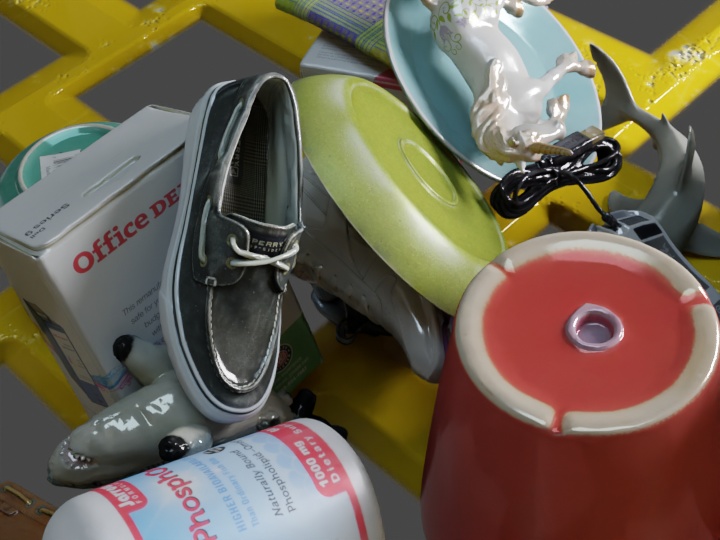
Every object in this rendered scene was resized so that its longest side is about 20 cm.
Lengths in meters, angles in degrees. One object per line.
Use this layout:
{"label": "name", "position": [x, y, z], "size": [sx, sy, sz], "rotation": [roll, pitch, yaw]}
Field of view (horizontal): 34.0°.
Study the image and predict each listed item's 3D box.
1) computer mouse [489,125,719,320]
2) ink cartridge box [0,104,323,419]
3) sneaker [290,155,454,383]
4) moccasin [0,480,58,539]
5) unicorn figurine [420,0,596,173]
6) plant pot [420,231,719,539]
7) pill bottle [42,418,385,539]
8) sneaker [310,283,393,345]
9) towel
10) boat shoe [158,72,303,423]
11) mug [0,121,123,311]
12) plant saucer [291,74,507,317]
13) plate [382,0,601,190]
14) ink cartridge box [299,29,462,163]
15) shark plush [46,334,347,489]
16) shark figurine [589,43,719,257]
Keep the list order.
{"label": "computer mouse", "position": [0.183, -0.001, 0.811], "size": [0.109, 0.044, 0.201], "rotation": [-31, 82, -29]}
{"label": "ink cartridge box", "position": [-0.128, 0.017, 0.759], "size": [0.087, 0.201, 0.145], "rotation": [19, 51, 44]}
{"label": "sneaker", "position": [0.000, 0.000, 0.783], "size": [0.099, 0.075, 0.201], "rotation": [-27, 56, 1]}
{"label": "moccasin", "position": [-0.149, 0.176, 0.715], "size": [0.199, 0.074, 0.078], "rotation": [10, 56, 27]}
{"label": "unicorn figurine", "position": [0.105, -0.139, 0.822], "size": [0.137, 0.074, 0.200], "rotation": [-22, 62, -39]}
{"label": "plant pot", "position": [0.127, 0.089, 0.681], "size": [0.198, 0.179, 0.202], "rotation": [-3, 46, 4]}
{"label": "pill bottle", "position": [-0.092, 0.155, 0.604], "size": [0.198, 0.110, 0.109], "rotation": [-15, 43, -34]}
{"label": "sneaker", "position": [0.011, -0.028, 0.875], "size": [0.112, 0.076, 0.202], "rotation": [-9, 49, -4]}
{"label": "towel", "position": [0.039, -0.219, 0.973], "size": [0.199, 0.023, 0.143], "rotation": [33, 60, 32]}
{"label": "boat shoe", "position": [-0.069, -0.017, 0.663], "size": [0.071, 0.071, 0.203], "rotation": [5, 77, -33]}
{"label": "mug", "position": [-0.187, -0.034, 0.881], "size": [0.183, 0.115, 0.152], "rotation": [19, 52, 24]}
{"label": "plant saucer", "position": [0.034, -0.055, 0.753], "size": [0.031, 0.199, 0.201], "rotation": [-40, 43, 20]}
{"label": "plate", "position": [0.096, -0.143, 0.873], "size": [0.198, 0.026, 0.202], "rotation": [17, 56, -27]}
{"label": "ink cartridge box", "position": [0.053, -0.197, 1.024], "size": [0.144, 0.085, 0.201], "rotation": [13, 52, 19]}
{"label": "shark plush", "position": [-0.093, 0.095, 0.729], "size": [0.199, 0.084, 0.091], "rotation": [-4, 44, -51]}
{"label": "shark figurine", "position": [0.232, -0.088, 0.896], "size": [0.126, 0.090, 0.216], "rotation": [0, 49, 6]}
